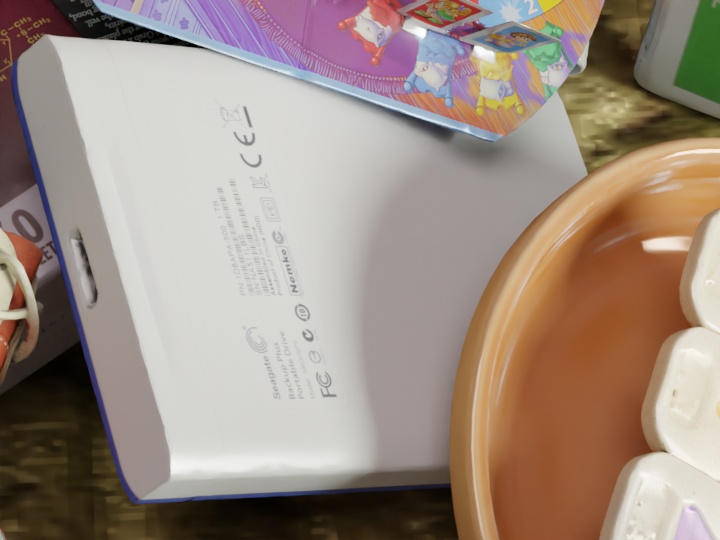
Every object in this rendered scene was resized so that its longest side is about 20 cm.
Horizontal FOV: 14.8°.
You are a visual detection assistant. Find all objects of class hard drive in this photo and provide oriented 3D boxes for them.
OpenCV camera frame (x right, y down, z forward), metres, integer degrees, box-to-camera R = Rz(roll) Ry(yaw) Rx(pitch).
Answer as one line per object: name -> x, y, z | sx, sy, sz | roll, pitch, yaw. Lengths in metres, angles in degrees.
hard drive -> 0.000, 0.000, 0.806 | 0.200, 0.025, 0.132 | 1, 63, -43

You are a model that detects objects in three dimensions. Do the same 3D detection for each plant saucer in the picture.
plant saucer -> 0.108, 0.062, 0.805 | 0.200, 0.037, 0.200 | 8, 74, -29

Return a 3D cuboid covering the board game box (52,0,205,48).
board game box -> -0.126, -0.051, 0.887 | 0.200, 0.028, 0.135 | -19, 68, -11

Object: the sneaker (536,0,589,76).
sneaker -> 0.068, -0.134, 0.914 | 0.200, 0.081, 0.147 | -16, 76, -14

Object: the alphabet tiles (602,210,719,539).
alphabet tiles -> 0.163, 0.073, 0.795 | 0.196, 0.015, 0.200 | 30, 64, -21

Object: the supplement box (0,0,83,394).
supplement box -> -0.149, -0.059, 0.840 | 0.109, 0.061, 0.200 | -35, 71, -17

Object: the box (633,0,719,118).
box -> 0.203, -0.147, 0.853 | 0.171, 0.199, 0.200 | 21, 68, 6

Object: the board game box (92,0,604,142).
board game box -> 0.003, -0.133, 0.809 | 0.200, 0.039, 0.158 | 17, 71, -26

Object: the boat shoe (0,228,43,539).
boat shoe -> -0.118, -0.004, 0.749 | 0.063, 0.071, 0.200 | -13, 63, -10
